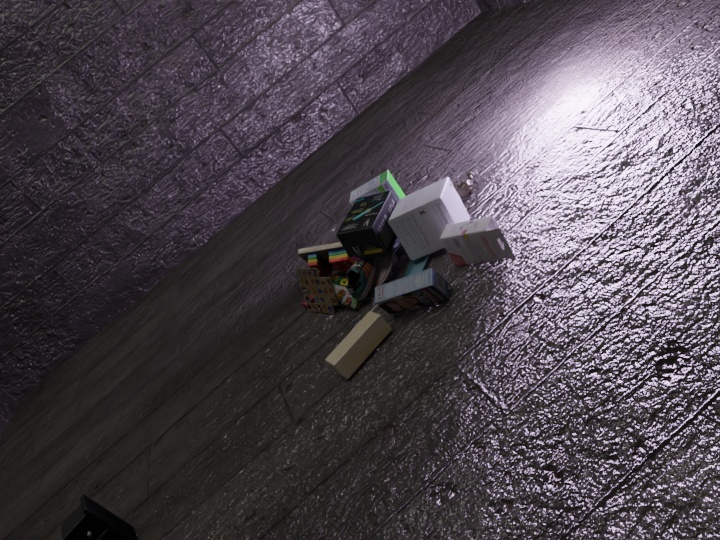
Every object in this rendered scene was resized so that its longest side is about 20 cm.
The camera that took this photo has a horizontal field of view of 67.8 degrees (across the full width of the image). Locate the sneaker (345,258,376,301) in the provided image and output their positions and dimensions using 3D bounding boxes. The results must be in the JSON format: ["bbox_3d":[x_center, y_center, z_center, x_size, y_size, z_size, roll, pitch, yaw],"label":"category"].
[{"bbox_3d":[0.000,0.000,1.804,0.071,0.080,0.201,-18,44,35],"label":"sneaker"}]

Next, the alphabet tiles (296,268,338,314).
[{"bbox_3d":[-0.151,0.071,1.894,0.008,0.168,0.199,-23,14,-37],"label":"alphabet tiles"}]

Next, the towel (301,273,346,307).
[{"bbox_3d":[-0.119,0.073,1.997,0.199,0.023,0.145,-13,35,38],"label":"towel"}]

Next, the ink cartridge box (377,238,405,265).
[{"bbox_3d":[0.103,-0.060,1.908,0.200,0.039,0.099,-49,29,-18],"label":"ink cartridge box"}]

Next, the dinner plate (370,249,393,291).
[{"bbox_3d":[0.052,-0.019,1.861,0.200,0.024,0.201,-31,50,44],"label":"dinner plate"}]

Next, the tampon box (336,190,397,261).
[{"bbox_3d":[0.038,-0.149,1.813,0.149,0.127,0.201,-8,39,35],"label":"tampon box"}]

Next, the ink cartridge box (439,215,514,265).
[{"bbox_3d":[0.347,-0.086,1.559,0.199,0.117,0.068,-7,40,44],"label":"ink cartridge box"}]

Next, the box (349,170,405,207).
[{"bbox_3d":[0.083,-0.242,2.034,0.176,0.200,0.097,-28,28,21],"label":"box"}]

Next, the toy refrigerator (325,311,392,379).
[{"bbox_3d":[-0.003,0.220,1.579,0.200,0.070,0.076,-46,21,-16],"label":"toy refrigerator"}]

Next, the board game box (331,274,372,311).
[{"bbox_3d":[-0.054,0.076,1.869,0.199,0.023,0.105,12,62,48],"label":"board game box"}]

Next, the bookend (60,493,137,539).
[{"bbox_3d":[-0.788,0.789,1.530,0.199,0.200,0.092,-47,28,-19],"label":"bookend"}]

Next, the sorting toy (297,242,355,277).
[{"bbox_3d":[-0.103,-0.033,1.954,0.199,0.199,0.070,-9,74,10],"label":"sorting toy"}]

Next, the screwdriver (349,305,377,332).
[{"bbox_3d":[0.037,0.127,1.707,0.200,0.028,0.029,-47,-1,-9],"label":"screwdriver"}]

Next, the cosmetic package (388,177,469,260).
[{"bbox_3d":[0.227,-0.169,1.758,0.199,0.168,0.167,-22,22,30],"label":"cosmetic package"}]

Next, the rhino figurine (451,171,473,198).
[{"bbox_3d":[0.325,-0.280,1.945,0.199,0.060,0.088,-21,42,38],"label":"rhino figurine"}]

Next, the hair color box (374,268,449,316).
[{"bbox_3d":[0.149,0.067,1.576,0.199,0.099,0.061,-20,51,33],"label":"hair color box"}]

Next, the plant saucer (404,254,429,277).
[{"bbox_3d":[0.172,0.018,1.725,0.070,0.019,0.201,-15,34,39],"label":"plant saucer"}]
